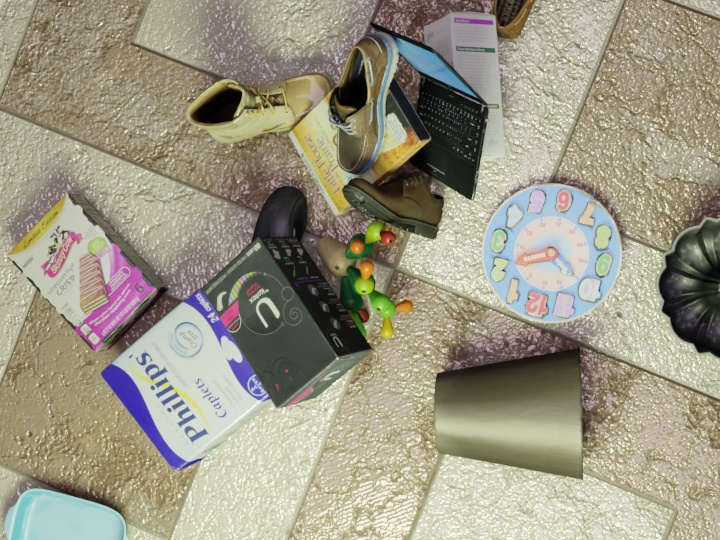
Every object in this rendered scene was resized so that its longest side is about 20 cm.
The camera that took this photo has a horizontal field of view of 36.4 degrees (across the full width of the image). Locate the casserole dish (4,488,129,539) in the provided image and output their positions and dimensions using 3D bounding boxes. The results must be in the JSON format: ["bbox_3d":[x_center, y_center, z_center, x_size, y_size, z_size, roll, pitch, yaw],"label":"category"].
[{"bbox_3d":[-0.430,0.394,1.627,0.199,0.039,0.122,13,90,10],"label":"casserole dish"}]

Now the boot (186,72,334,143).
[{"bbox_3d":[-0.139,-0.240,1.550,0.199,0.155,0.073,-16,87,6],"label":"boot"}]

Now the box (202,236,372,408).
[{"bbox_3d":[-0.100,0.067,1.489,0.122,0.106,0.200,-41,75,23],"label":"box"}]

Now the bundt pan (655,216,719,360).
[{"bbox_3d":[0.504,0.024,1.507,0.201,0.076,0.203,0,89,8],"label":"bundt pan"}]

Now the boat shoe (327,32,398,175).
[{"bbox_3d":[-0.009,-0.218,1.457,0.072,0.072,0.201,28,122,32],"label":"boat shoe"}]

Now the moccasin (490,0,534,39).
[{"bbox_3d":[0.228,-0.432,1.550,0.073,0.078,0.202,24,91,7],"label":"moccasin"}]

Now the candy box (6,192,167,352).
[{"bbox_3d":[-0.405,0.003,1.625,0.136,0.061,0.200,-45,84,4],"label":"candy box"}]

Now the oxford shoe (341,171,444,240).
[{"bbox_3d":[0.047,-0.105,1.516,0.072,0.200,0.085,23,95,37],"label":"oxford shoe"}]

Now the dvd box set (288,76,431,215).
[{"bbox_3d":[-0.006,-0.189,1.537,0.200,0.029,0.147,-37,78,42],"label":"dvd box set"}]

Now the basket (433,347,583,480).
[{"bbox_3d":[0.206,0.199,1.515,0.199,0.136,0.181,-2,84,10],"label":"basket"}]

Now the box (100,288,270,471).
[{"bbox_3d":[-0.232,0.154,1.572,0.200,0.105,0.184,-40,84,10],"label":"box"}]

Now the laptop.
[{"bbox_3d":[0.083,-0.214,1.468,0.103,0.177,0.201,-3,114,-26],"label":"laptop"}]

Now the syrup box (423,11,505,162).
[{"bbox_3d":[0.146,-0.255,1.542,0.081,0.079,0.201,-2,87,-27],"label":"syrup box"}]

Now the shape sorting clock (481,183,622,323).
[{"bbox_3d":[0.271,-0.025,1.555,0.199,0.039,0.201,0,89,7],"label":"shape sorting clock"}]

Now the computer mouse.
[{"bbox_3d":[-0.104,-0.019,1.578,0.140,0.046,0.201,17,91,26],"label":"computer mouse"}]

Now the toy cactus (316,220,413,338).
[{"bbox_3d":[0.000,0.000,1.549,0.102,0.201,0.165,-22,44,-26],"label":"toy cactus"}]
